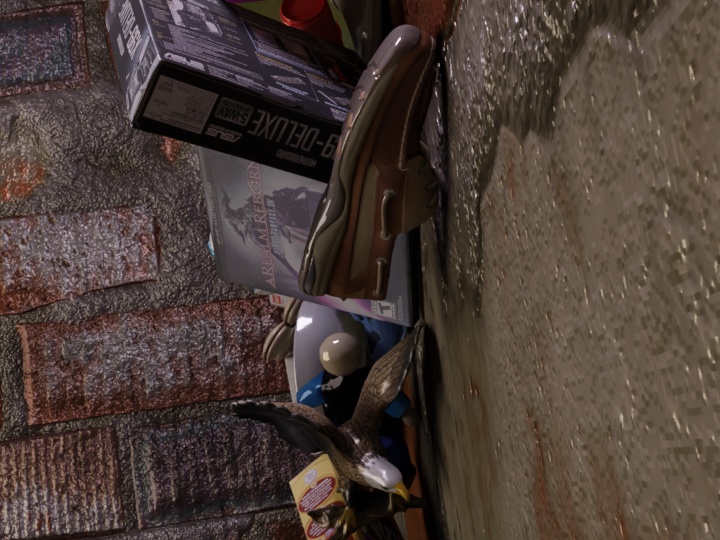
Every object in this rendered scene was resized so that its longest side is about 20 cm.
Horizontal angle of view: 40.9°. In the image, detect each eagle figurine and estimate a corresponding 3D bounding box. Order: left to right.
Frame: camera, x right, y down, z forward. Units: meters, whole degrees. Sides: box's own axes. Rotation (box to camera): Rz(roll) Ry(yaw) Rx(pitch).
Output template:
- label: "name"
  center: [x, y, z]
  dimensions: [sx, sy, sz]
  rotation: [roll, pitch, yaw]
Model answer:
- label: "eagle figurine"
  center: [-0.006, 0.135, 0.797]
  dimensions: [0.152, 0.150, 0.201]
  rotation: [-55, -42, -46]

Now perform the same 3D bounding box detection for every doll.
- label: "doll"
  center: [-0.004, 0.140, 0.934]
  dimensions: [0.049, 0.135, 0.201]
  rotation: [-65, -30, -42]

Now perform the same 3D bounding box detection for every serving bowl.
- label: "serving bowl"
  center: [-0.009, 0.116, 1.123]
  dimensions: [0.200, 0.065, 0.202]
  rotation: [-9, -90, -70]

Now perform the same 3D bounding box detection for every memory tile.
- label: "memory tile"
  center: [-0.055, 0.020, 1.168]
  dimensions: [0.201, 0.017, 0.153]
  rotation: [-61, -9, 2]

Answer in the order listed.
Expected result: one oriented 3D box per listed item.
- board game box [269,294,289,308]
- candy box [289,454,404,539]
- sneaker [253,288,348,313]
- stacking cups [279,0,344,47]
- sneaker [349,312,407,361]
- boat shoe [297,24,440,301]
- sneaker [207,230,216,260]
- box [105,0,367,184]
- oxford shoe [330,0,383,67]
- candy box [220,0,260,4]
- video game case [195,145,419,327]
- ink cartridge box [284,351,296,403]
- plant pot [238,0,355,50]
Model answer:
- label: "board game box"
  center: [-0.077, -0.072, 1.153]
  dimensions: [0.126, 0.034, 0.202]
  rotation: [-52, -34, -47]
- label: "candy box"
  center: [0.007, 0.272, 0.890]
  dimensions: [0.117, 0.056, 0.200]
  rotation: [48, -175, -32]
- label: "sneaker"
  center: [-0.056, -0.005, 0.980]
  dimensions: [0.200, 0.145, 0.081]
  rotation: [124, 137, -66]
- label: "stacking cups"
  center: [-0.022, -0.165, 0.845]
  dimensions: [0.200, 0.060, 0.061]
  rotation: [73, -173, -59]
- label: "sneaker"
  center: [0.000, 0.000, 0.869]
  dimensions: [0.074, 0.081, 0.202]
  rotation: [-106, 8, -60]
- label: "boat shoe"
  center: [0.016, -0.060, 0.612]
  dimensions: [0.076, 0.071, 0.201]
  rotation: [-78, 7, -49]
- label: "sneaker"
  center: [-0.071, -0.077, 0.986]
  dimensions: [0.077, 0.199, 0.081]
  rotation: [53, 171, 7]
- label: "box"
  center: [-0.071, -0.133, 0.682]
  dimensions: [0.050, 0.199, 0.158]
  rotation: [-59, 36, 26]
- label: "oxford shoe"
  center: [-0.015, -0.256, 0.809]
  dimensions: [0.075, 0.057, 0.202]
  rotation: [107, 154, -72]
- label: "candy box"
  center: [-0.058, -0.307, 0.754]
  dimensions: [0.061, 0.135, 0.202]
  rotation: [88, 174, -62]
- label: "video game case"
  center: [-0.045, -0.037, 0.801]
  dimensions: [0.019, 0.198, 0.144]
  rotation: [-44, -42, -48]
- label: "ink cartridge box"
  center: [-0.037, 0.144, 1.233]
  dimensions: [0.200, 0.067, 0.118]
  rotation: [-36, -62, -68]
- label: "plant pot"
  center: [-0.089, -0.251, 0.940]
  dimensions: [0.200, 0.188, 0.202]
  rotation: [172, 90, -85]
